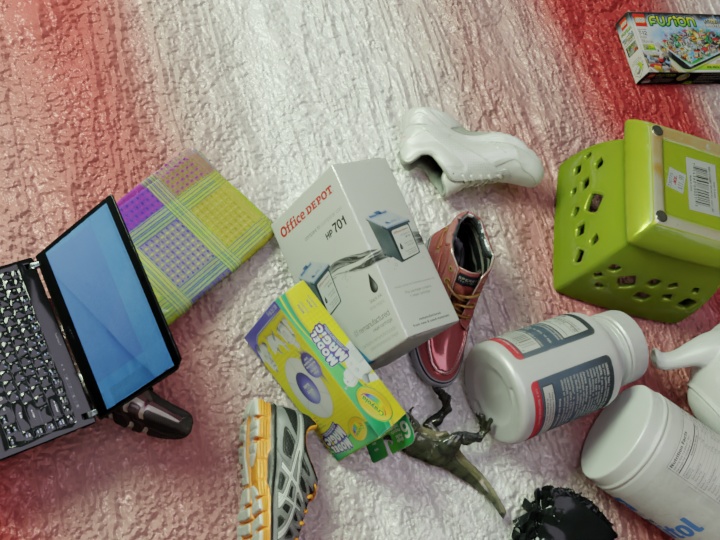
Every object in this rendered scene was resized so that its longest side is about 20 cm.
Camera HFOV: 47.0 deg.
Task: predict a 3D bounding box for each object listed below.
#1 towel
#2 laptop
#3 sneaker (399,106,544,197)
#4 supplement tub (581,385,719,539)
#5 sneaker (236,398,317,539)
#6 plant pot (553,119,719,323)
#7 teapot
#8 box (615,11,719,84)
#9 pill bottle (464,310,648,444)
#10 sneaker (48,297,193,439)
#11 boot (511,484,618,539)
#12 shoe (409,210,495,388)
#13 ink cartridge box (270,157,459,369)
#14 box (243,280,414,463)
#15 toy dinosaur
[{"bbox_3d":[-0.199,-0.040,0.918,0.144,0.023,0.200,44,54,-1],"label":"towel"},{"bbox_3d":[-0.290,0.055,0.741,0.199,0.103,0.178,-19,75,-28],"label":"laptop"},{"bbox_3d":[0.137,-0.132,1.067,0.198,0.078,0.100,17,71,-3],"label":"sneaker"},{"bbox_3d":[0.375,0.241,0.968,0.199,0.132,0.132,34,62,-4],"label":"supplement tub"},{"bbox_3d":[-0.080,0.231,0.841,0.077,0.078,0.202,10,68,-26],"label":"sneaker"},{"bbox_3d":[0.378,-0.068,1.061,0.197,0.182,0.202,14,65,-13],"label":"plant pot"},{"bbox_3d":[0.481,0.166,1.029,0.146,0.197,0.200,-42,54,8],"label":"teapot"},{"bbox_3d":[0.502,-0.347,1.295,0.198,0.035,0.111,-6,72,-22],"label":"box"},{"bbox_3d":[0.234,0.116,0.972,0.199,0.120,0.120,-15,75,-24],"label":"pill bottle"},{"bbox_3d":[-0.246,0.085,0.839,0.199,0.076,0.116,26,60,-8],"label":"sneaker"},{"bbox_3d":[0.241,0.349,0.914,0.198,0.073,0.163,36,59,-3],"label":"boot"},{"bbox_3d":[0.107,0.032,0.974,0.071,0.091,0.202,13,66,-14],"label":"shoe"},{"bbox_3d":[0.000,0.000,0.910,0.085,0.146,0.201,-15,75,-40],"label":"ink cartridge box"},{"bbox_3d":[-0.034,0.120,0.875,0.048,0.117,0.200,-37,85,-34],"label":"box"},{"bbox_3d":[0.098,0.189,0.937,0.199,0.047,0.089,33,77,-6],"label":"toy dinosaur"}]
